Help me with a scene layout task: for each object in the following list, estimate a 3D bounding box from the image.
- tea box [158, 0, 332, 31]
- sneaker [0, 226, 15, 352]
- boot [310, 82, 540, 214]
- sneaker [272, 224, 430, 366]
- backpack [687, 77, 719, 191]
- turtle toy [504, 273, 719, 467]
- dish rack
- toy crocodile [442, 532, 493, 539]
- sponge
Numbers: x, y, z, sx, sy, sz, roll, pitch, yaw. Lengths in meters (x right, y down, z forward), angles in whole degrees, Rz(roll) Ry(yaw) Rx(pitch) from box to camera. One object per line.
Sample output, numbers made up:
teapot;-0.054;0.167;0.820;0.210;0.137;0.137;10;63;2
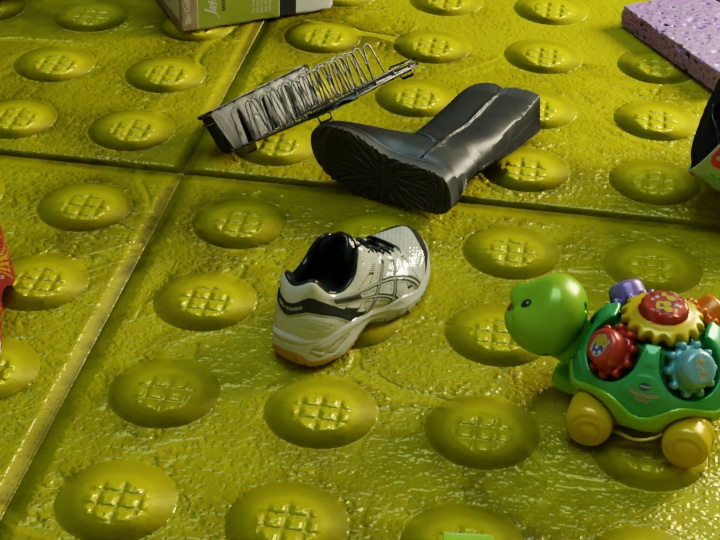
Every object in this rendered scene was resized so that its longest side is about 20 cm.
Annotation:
tea box;-0.157;-0.397;1.829;0.195;0.134;0.200;-11;36;-19
sneaker;-0.335;0.010;1.282;0.077;0.073;0.200;-9;31;3
boot;0.069;-0.140;1.513;0.164;0.066;0.200;26;43;20
sneaker;0.000;0.000;1.288;0.075;0.088;0.200;17;36;26
backpack;0.398;-0.144;1.428;0.150;0.178;0.200;40;43;2
turtle toy;0.208;0.061;1.189;0.199;0.102;0.146;12;35;15
dish rack;-0.046;-0.174;1.501;0.199;0.055;0.153;-14;15;46
toy crocodile;0.080;0.241;0.967;0.067;0.062;0.201;-5;39;-10
sponge;0.394;-0.262;1.736;0.111;0.030;0.200;-13;37;-20
